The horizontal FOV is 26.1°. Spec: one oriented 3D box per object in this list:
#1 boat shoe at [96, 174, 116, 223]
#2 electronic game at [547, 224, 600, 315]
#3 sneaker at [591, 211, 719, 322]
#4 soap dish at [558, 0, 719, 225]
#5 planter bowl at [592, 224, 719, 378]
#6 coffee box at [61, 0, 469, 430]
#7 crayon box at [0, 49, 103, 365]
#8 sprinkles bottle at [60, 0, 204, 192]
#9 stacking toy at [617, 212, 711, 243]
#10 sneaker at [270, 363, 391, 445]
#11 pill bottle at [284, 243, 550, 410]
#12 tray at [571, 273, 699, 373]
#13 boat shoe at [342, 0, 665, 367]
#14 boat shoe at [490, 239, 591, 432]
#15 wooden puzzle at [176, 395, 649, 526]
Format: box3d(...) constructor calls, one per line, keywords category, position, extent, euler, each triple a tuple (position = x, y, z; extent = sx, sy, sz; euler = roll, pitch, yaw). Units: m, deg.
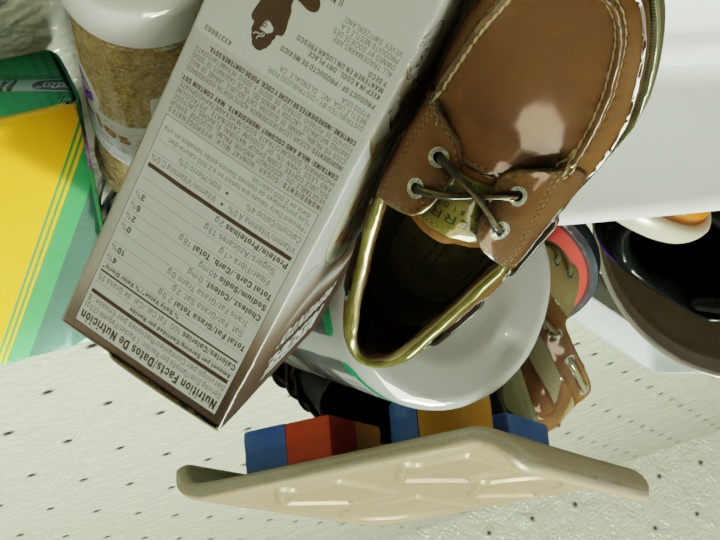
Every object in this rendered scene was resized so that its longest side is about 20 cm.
box3d(category="boat shoe", position=(-0.112, -0.017, 0.823), extent=(0.067, 0.075, 0.199), euler=(16, -177, -9))
box3d(category="electronic game", position=(0.047, -0.013, 0.946), extent=(0.197, 0.042, 0.201), euler=(11, 151, 6))
box3d(category="sneaker", position=(0.223, 0.007, 0.877), extent=(0.198, 0.070, 0.100), euler=(20, -165, 2))
box3d(category="soap dish", position=(0.133, -0.106, 0.583), extent=(0.155, 0.082, 0.201), euler=(-6, 146, -22))
box3d(category="planter bowl", position=(0.243, -0.046, 0.985), extent=(0.198, 0.202, 0.135), euler=(-22, -171, 10))
box3d(category="coffee box", position=(-0.025, -0.056, 0.594), extent=(0.201, 0.079, 0.114), euler=(-61, 173, 28))
box3d(category="crayon box", position=(-0.212, -0.011, 0.666), extent=(0.198, 0.058, 0.120), euler=(-15, 124, -15))
box3d(category="sprinkles bottle", position=(-0.085, -0.090, 0.643), extent=(0.067, 0.069, 0.200), euler=(-16, 163, -9))
box3d(category="stacking toy", position=(0.175, -0.128, 0.785), extent=(0.145, 0.147, 0.200), euler=(3, 133, -52))
box3d(category="sneaker", position=(-0.044, 0.037, 0.921), extent=(0.197, 0.076, 0.107), euler=(10, -149, 11))
box3d(category="pill bottle", position=(0.000, 0.000, 0.782), extent=(0.112, 0.115, 0.200), euler=(-12, -170, -23))
box3d(category="tray", position=(0.136, 0.007, 1.035), extent=(0.022, 0.199, 0.107), euler=(-57, -177, -7))
box3d(category="boat shoe", position=(0.045, -0.032, 0.543), extent=(0.068, 0.071, 0.201), euler=(-57, 174, -40))
box3d(category="boat shoe", position=(0.083, 0.011, 0.879), extent=(0.073, 0.076, 0.201), euler=(-28, 128, -11))
box3d(category="wooden puzzle", position=(0.031, 0.101, 0.824), extent=(0.198, 0.047, 0.185), euler=(-10, 163, 29))
